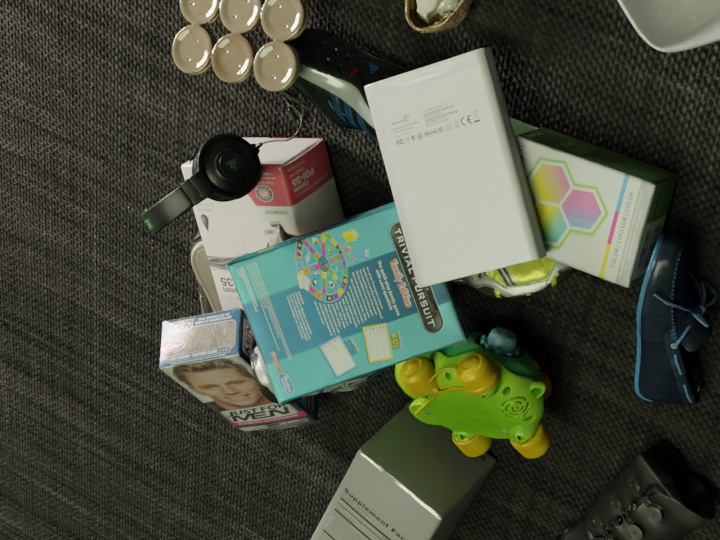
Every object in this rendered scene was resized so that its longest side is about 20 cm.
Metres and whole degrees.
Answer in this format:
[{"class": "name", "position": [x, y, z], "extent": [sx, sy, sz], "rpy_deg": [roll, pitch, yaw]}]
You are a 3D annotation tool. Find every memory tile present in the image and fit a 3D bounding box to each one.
[{"class": "memory tile", "position": [-0.112, -0.284, 1.678], "extent": [0.153, 0.017, 0.200], "rpy_deg": [13, 97, 28]}]

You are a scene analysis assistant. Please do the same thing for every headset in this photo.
[{"class": "headset", "position": [-0.141, -0.115, 1.700], "extent": [0.200, 0.124, 0.094], "rpy_deg": [-34, 95, 0]}]

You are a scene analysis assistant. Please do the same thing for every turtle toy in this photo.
[{"class": "turtle toy", "position": [0.112, 0.115, 1.754], "extent": [0.200, 0.101, 0.146], "rpy_deg": [-3, 138, 42]}]

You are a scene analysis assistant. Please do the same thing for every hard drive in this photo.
[{"class": "hard drive", "position": [0.088, -0.095, 1.593], "extent": [0.132, 0.026, 0.200], "rpy_deg": [-14, 92, 30]}]

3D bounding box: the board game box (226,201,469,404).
[{"class": "board game box", "position": [-0.011, 0.028, 1.680], "extent": [0.200, 0.047, 0.151], "rpy_deg": [-19, 96, 10]}]

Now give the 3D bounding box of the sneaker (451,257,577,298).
[{"class": "sneaker", "position": [0.125, -0.024, 1.676], "extent": [0.200, 0.075, 0.076], "rpy_deg": [5, 120, 35]}]

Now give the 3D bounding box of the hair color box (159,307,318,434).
[{"class": "hair color box", "position": [-0.132, 0.115, 1.885], "extent": [0.100, 0.061, 0.200], "rpy_deg": [-11, 149, 21]}]

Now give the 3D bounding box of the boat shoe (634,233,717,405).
[{"class": "boat shoe", "position": [0.301, 0.045, 1.592], "extent": [0.069, 0.084, 0.200], "rpy_deg": [15, 142, 22]}]

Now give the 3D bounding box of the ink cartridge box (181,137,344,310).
[{"class": "ink cartridge box", "position": [-0.092, -0.038, 1.832], "extent": [0.146, 0.083, 0.200], "rpy_deg": [3, 118, 36]}]

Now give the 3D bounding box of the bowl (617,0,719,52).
[{"class": "bowl", "position": [0.285, -0.296, 1.377], "extent": [0.200, 0.075, 0.200], "rpy_deg": [-19, 105, 43]}]

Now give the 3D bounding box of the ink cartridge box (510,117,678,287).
[{"class": "ink cartridge box", "position": [0.186, -0.069, 1.592], "extent": [0.200, 0.059, 0.104], "rpy_deg": [23, 113, 26]}]

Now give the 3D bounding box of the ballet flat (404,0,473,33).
[{"class": "ballet flat", "position": [0.093, -0.291, 1.537], "extent": [0.070, 0.065, 0.200], "rpy_deg": [36, 133, 15]}]

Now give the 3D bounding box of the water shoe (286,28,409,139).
[{"class": "water shoe", "position": [0.010, -0.169, 1.694], "extent": [0.200, 0.072, 0.079], "rpy_deg": [37, 156, 18]}]

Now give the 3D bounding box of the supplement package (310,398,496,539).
[{"class": "supplement package", "position": [0.042, 0.264, 1.890], "extent": [0.120, 0.121, 0.200], "rpy_deg": [38, 134, 13]}]

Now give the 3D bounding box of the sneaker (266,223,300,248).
[{"class": "sneaker", "position": [0.000, 0.000, 1.742], "extent": [0.200, 0.075, 0.090], "rpy_deg": [3, 113, -13]}]

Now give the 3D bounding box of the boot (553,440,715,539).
[{"class": "boot", "position": [0.304, 0.288, 1.747], "extent": [0.165, 0.066, 0.200], "rpy_deg": [42, 130, 7]}]

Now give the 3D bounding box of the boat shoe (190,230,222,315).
[{"class": "boat shoe", "position": [-0.152, 0.038, 1.958], "extent": [0.067, 0.057, 0.200], "rpy_deg": [-10, 120, 3]}]

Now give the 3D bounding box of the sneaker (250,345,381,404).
[{"class": "sneaker", "position": [-0.041, 0.094, 1.810], "extent": [0.077, 0.200, 0.076], "rpy_deg": [-27, 79, 34]}]
